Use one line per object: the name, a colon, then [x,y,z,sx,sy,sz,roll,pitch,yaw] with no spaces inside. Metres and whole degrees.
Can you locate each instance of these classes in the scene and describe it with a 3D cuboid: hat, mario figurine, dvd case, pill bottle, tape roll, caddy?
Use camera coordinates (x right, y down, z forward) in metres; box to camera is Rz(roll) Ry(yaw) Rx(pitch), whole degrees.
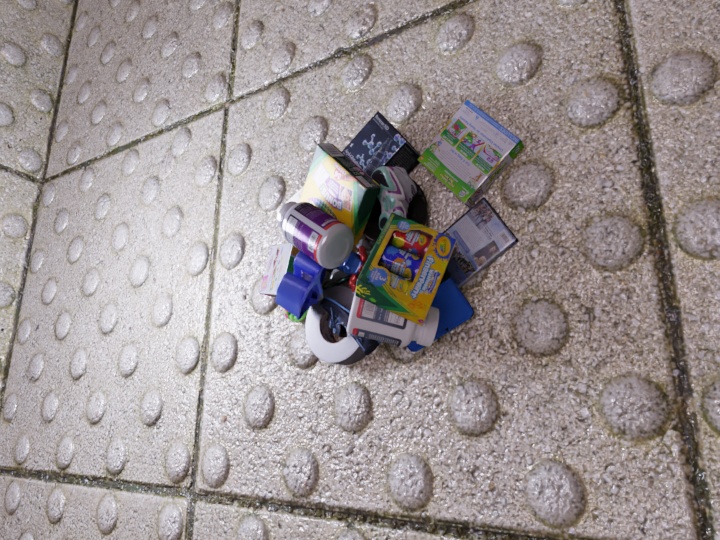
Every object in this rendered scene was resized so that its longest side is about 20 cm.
hat: [0.075,-0.150,1.353,0.196,0.081,0.205,1,75,-3]
mario figurine: [0.000,0.000,1.323,0.198,0.105,0.125,31,128,29]
dvd case: [0.264,-0.062,1.256,0.199,0.017,0.144,-41,58,18]
pill bottle: [0.074,0.108,1.187,0.196,0.120,0.122,14,83,0]
tape roll: [-0.052,0.146,1.376,0.197,0.066,0.205,-9,72,31]
pill bottle: [-0.116,-0.095,1.261,0.199,0.112,0.114,34,96,35]
caddy: [-0.141,0.044,1.319,0.104,0.201,0.143,29,66,2]

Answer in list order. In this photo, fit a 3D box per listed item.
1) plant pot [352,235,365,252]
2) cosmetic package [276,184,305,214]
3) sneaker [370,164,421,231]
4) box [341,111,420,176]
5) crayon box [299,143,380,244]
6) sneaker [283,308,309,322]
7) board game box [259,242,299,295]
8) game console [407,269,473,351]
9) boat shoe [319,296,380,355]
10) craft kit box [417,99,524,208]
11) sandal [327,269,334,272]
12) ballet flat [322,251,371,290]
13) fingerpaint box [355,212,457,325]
plant pot: [-0.055,-0.117,1.476,0.197,0.027,0.204,-10,71,32]
cosmetic package: [-0.135,-0.183,1.454,0.199,0.073,0.105,-37,81,34]
sneaker: [0.107,-0.165,1.281,0.077,0.139,0.204,3,108,45]
box: [0.042,-0.299,1.414,0.200,0.107,0.149,-45,57,13]
crayon box: [-0.057,-0.189,1.293,0.200,0.058,0.174,45,129,28]
sneaker: [-0.156,0.062,1.471,0.076,0.084,0.202,31,112,7]
board game box: [-0.229,0.000,1.494,0.199,0.040,0.156,0,75,63]
game console: [0.162,0.068,1.275,0.199,0.118,0.172,-36,30,26]
boat shoe: [-0.038,0.135,1.278,0.199,0.084,0.069,33,83,37]
craft kit box: [0.273,-0.296,1.301,0.198,0.048,0.201,-46,57,11]
sandal: [-0.122,-0.081,1.412,0.075,0.048,0.202,-32,97,33]
ballet flat: [-0.023,-0.008,1.395,0.197,0.067,0.065,-22,84,19]
fingerpaint box: [0.102,-0.008,1.141,0.164,0.074,0.202,24,61,9]
